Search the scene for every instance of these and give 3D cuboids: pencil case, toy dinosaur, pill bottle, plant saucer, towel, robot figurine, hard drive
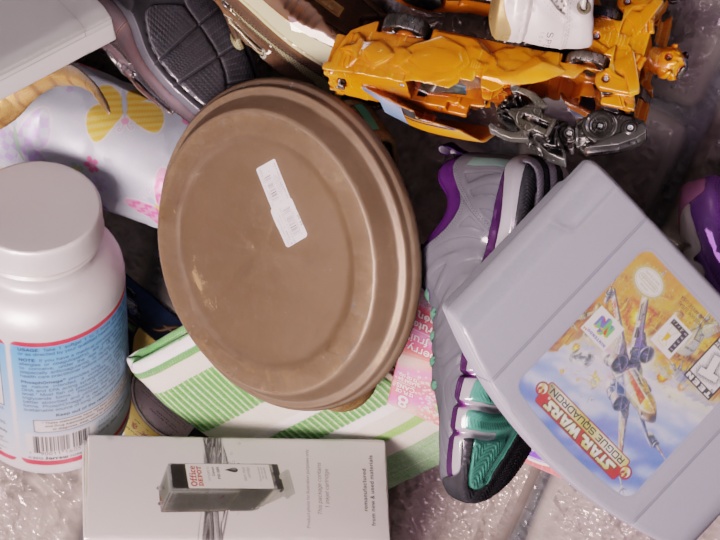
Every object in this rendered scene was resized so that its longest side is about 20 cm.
[{"bbox_3d":[-0.150,-0.073,1.353,0.199,0.083,0.091,22,142,15],"label":"pencil case"},{"bbox_3d":[-0.221,-0.117,1.300,0.199,0.060,0.107,-20,83,35],"label":"toy dinosaur"},{"bbox_3d":[-0.204,0.030,1.353,0.108,0.109,0.201,21,138,15],"label":"pill bottle"},{"bbox_3d":[-0.050,-0.013,1.237,0.199,0.029,0.202,10,106,37],"label":"plant saucer"},{"bbox_3d":[-0.037,0.085,1.370,0.152,0.024,0.200,-29,129,34],"label":"towel"},{"bbox_3d":[0.088,-0.130,1.183,0.199,0.146,0.058,13,161,15],"label":"robot figurine"},{"bbox_3d":[-0.264,-0.133,1.251,0.132,0.199,0.026,44,155,36],"label":"hard drive"}]

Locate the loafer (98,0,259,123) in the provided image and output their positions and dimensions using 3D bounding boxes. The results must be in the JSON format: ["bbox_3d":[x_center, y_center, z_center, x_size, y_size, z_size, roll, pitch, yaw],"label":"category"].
[{"bbox_3d":[-0.138,-0.160,1.316,0.200,0.072,0.063,50,145,2],"label":"loafer"}]

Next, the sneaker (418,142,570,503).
[{"bbox_3d":[0.065,0.028,1.202,0.087,0.074,0.201,16,95,41],"label":"sneaker"}]

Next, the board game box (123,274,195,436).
[{"bbox_3d":[-0.197,0.054,1.479,0.200,0.035,0.136,41,127,1],"label":"board game box"}]

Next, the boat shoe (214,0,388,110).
[{"bbox_3d":[-0.063,-0.163,1.265,0.202,0.075,0.075,43,133,-1],"label":"boat shoe"}]

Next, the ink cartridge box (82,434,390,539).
[{"bbox_3d":[-0.086,0.182,1.392,0.198,0.083,0.147,1,142,-5],"label":"ink cartridge box"}]

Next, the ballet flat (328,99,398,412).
[{"bbox_3d":[0.000,0.000,1.253,0.072,0.067,0.201,30,122,56],"label":"ballet flat"}]

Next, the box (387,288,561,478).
[{"bbox_3d":[0.130,0.059,1.273,0.199,0.103,0.095,22,125,13],"label":"box"}]

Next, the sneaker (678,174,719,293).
[{"bbox_3d":[0.258,0.020,1.207,0.088,0.081,0.200,-28,108,31],"label":"sneaker"}]

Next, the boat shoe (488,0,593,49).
[{"bbox_3d":[0.121,-0.218,1.125,0.069,0.071,0.201,11,100,-2],"label":"boat shoe"}]

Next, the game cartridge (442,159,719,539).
[{"bbox_3d":[0.145,0.055,1.152,0.200,0.042,0.133,45,83,-16],"label":"game cartridge"}]
